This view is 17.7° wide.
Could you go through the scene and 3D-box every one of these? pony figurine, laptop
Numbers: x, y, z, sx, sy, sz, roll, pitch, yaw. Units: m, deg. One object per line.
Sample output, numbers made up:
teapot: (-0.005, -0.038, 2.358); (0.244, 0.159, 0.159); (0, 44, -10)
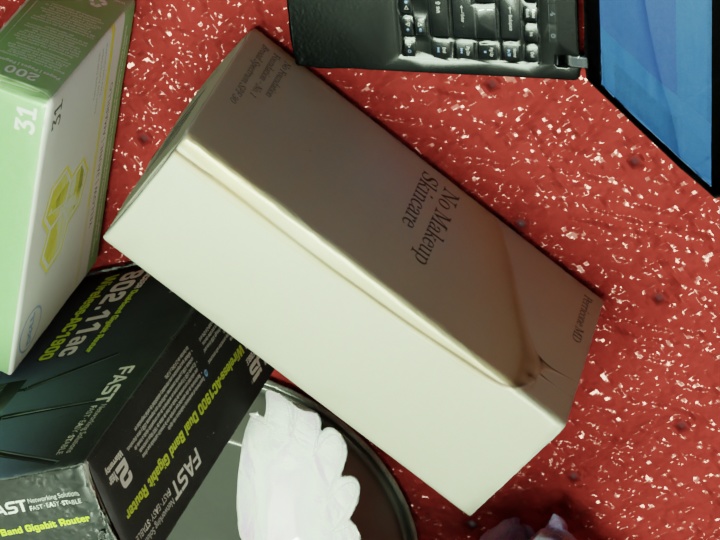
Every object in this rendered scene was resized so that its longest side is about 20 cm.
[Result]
pony figurine: (0.013, 0.164, 1.048); (0.167, 0.199, 0.194); (47, 127, 41)
laptop: (0.049, -0.131, 0.891); (0.199, 0.103, 0.178); (4, 123, 15)

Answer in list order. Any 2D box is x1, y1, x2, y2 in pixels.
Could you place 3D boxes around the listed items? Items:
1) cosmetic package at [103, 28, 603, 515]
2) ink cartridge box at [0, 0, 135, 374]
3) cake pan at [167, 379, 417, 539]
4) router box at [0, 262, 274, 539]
cosmetic package: (0.000, 0.000, 0.995); (0.200, 0.104, 0.073); (36, 125, -9)
ink cartridge box: (-0.158, -0.018, 0.969); (0.048, 0.200, 0.146); (18, 124, 6)
cake pan: (-0.071, 0.138, 1.150); (0.199, 0.037, 0.201); (8, 124, 12)
router box: (-0.136, 0.070, 1.021); (0.149, 0.200, 0.062); (-11, 114, 23)
